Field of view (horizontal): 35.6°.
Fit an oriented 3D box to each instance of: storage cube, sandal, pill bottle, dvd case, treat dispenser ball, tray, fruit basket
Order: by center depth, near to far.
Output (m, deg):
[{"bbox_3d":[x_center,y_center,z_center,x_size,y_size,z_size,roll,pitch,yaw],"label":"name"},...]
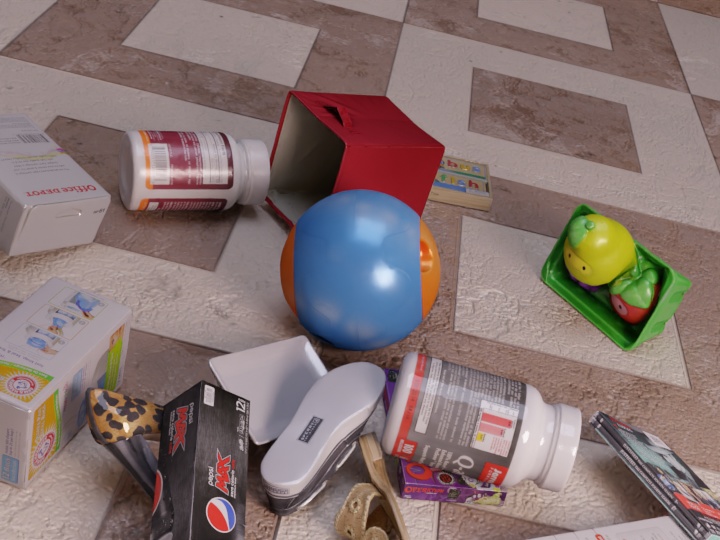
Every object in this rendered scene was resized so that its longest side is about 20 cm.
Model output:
[{"bbox_3d":[0.006,0.250,1.154,0.069,0.078,0.212,-17,30,-3],"label":"sandal"},{"bbox_3d":[0.130,0.168,1.218,0.200,0.116,0.116,16,32,2],"label":"pill bottle"},{"bbox_3d":[-0.092,0.134,1.252,0.108,0.022,0.200,59,26,12],"label":"tray"},{"bbox_3d":[0.360,0.244,1.271,0.146,0.022,0.200,24,20,-43],"label":"dvd case"},{"bbox_3d":[0.000,0.000,1.398,0.200,0.201,0.201,10,32,-6],"label":"treat dispenser ball"},{"bbox_3d":[0.342,-0.002,1.580,0.215,0.156,0.216,23,21,-9],"label":"fruit basket"},{"bbox_3d":[-0.239,-0.143,1.613,0.200,0.114,0.114,-1,35,-24],"label":"pill bottle"},{"bbox_3d":[-0.012,-0.147,1.636,0.179,0.200,0.171,-3,34,-36],"label":"storage cube"}]

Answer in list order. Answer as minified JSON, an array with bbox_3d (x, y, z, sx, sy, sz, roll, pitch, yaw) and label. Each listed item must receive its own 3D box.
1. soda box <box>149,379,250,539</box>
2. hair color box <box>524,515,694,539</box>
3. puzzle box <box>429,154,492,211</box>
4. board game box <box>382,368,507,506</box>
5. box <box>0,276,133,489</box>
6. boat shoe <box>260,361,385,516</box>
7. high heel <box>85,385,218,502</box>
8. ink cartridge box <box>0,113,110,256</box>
[{"bbox_3d":[-0.152,0.210,1.060,0.063,0.071,0.200,30,42,-33],"label":"soda box"},{"bbox_3d":[0.261,0.319,1.132,0.200,0.064,0.111,-1,34,-26],"label":"hair color box"},{"bbox_3d":[0.119,-0.159,1.866,0.200,0.025,0.133,11,31,-5],"label":"puzzle box"},{"bbox_3d":[0.093,0.190,1.304,0.120,0.032,0.200,3,33,-10],"label":"board game box"},{"bbox_3d":[-0.336,0.113,1.170,0.101,0.113,0.200,22,33,9],"label":"box"},{"bbox_3d":[-0.036,0.180,1.202,0.072,0.068,0.200,18,45,22],"label":"boat shoe"},{"bbox_3d":[-0.198,0.133,1.172,0.143,0.071,0.200,55,35,-15],"label":"high heel"},{"bbox_3d":[-0.448,-0.115,1.467,0.200,0.085,0.144,40,29,23],"label":"ink cartridge box"}]
